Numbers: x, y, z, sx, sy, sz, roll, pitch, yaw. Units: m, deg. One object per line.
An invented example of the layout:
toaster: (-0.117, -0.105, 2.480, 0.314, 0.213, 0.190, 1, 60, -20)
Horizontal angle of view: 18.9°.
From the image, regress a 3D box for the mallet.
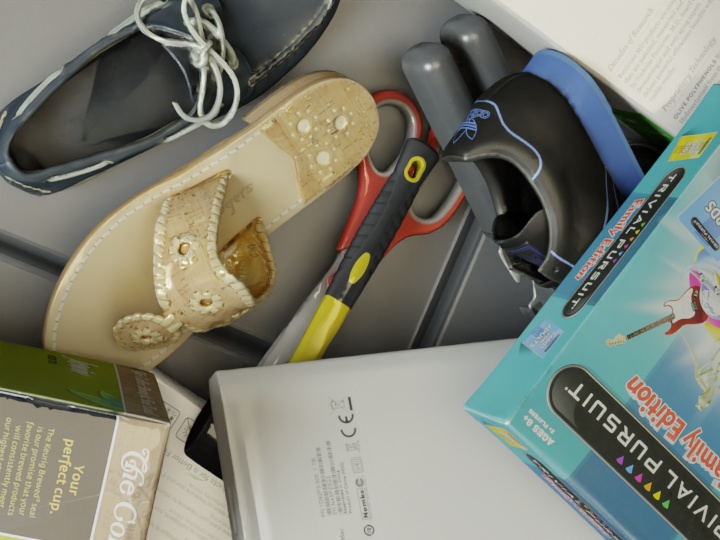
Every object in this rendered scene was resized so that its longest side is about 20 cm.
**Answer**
mallet: (-0.007, 0.028, 1.085, 0.066, 0.041, 0.200, 39, 77, -9)

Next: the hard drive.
hard drive: (0.034, 0.104, 1.048, 0.199, 0.026, 0.133, -5, 75, -18)

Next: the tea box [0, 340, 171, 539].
tea box: (-0.203, 0.133, 0.986, 0.196, 0.134, 0.201, 13, 95, -10)

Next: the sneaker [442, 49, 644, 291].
sneaker: (0.116, -0.008, 1.061, 0.078, 0.070, 0.200, -41, 105, -18)

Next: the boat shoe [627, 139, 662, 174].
boat shoe: (0.194, 0.014, 1.138, 0.070, 0.066, 0.200, -36, 102, -3)

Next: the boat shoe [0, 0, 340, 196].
boat shoe: (-0.094, -0.102, 1.075, 0.199, 0.062, 0.075, -27, 99, -6)

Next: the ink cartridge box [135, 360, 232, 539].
ink cartridge box: (-0.086, 0.181, 1.110, 0.198, 0.043, 0.200, 33, 88, -5)

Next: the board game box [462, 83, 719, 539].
board game box: (0.167, 0.037, 1.025, 0.151, 0.047, 0.200, 43, 79, -22)

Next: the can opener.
can opener: (0.091, -0.036, 1.108, 0.053, 0.067, 0.200, -37, 114, -19)

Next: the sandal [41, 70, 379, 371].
sandal: (-0.066, -0.013, 1.049, 0.212, 0.070, 0.078, -44, 119, -7)

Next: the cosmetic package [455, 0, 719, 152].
cosmetic package: (0.116, -0.141, 1.084, 0.200, 0.108, 0.085, 33, 92, -11)

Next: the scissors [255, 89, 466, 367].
scissors: (0.000, 0.000, 1.110, 0.073, 0.014, 0.201, 27, 81, -21)
